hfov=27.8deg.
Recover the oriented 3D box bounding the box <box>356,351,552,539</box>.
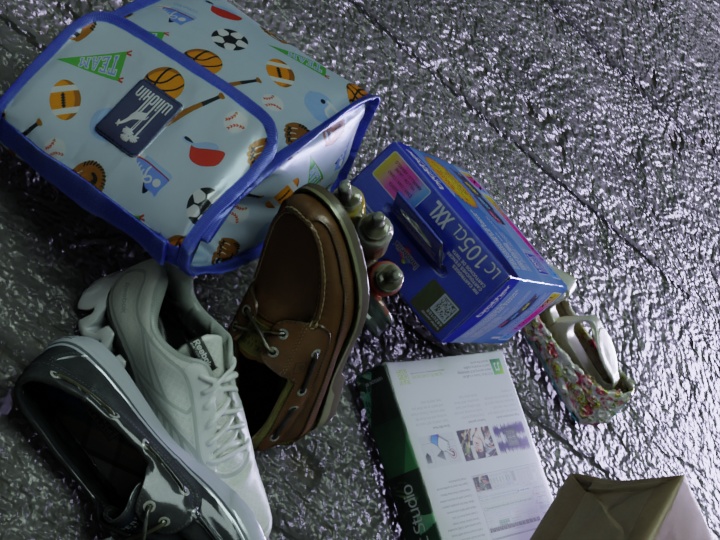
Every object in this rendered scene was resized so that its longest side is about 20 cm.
[{"bbox_3d":[0.083,0.162,1.090,0.144,0.036,0.200,-1,67,-47],"label":"box"}]

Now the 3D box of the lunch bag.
[{"bbox_3d":[-0.112,-0.090,0.942,0.170,0.124,0.200,35,40,16],"label":"lunch bag"}]

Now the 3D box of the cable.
[{"bbox_3d":[0.000,0.000,1.002,0.097,0.050,0.200,64,-5,5],"label":"cable"}]

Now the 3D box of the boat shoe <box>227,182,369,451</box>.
[{"bbox_3d":[-0.045,0.040,0.928,0.068,0.200,0.072,-27,48,-35],"label":"boat shoe"}]

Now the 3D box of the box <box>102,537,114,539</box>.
[{"bbox_3d":[-0.108,0.270,0.833,0.200,0.036,0.144,44,42,-20],"label":"box"}]

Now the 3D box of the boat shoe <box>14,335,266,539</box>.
[{"bbox_3d":[-0.131,0.128,0.859,0.200,0.070,0.066,55,28,-3],"label":"boat shoe"}]

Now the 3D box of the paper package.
[{"bbox_3d":[0.192,0.276,1.043,0.191,0.103,0.200,-51,121,-40],"label":"paper package"}]

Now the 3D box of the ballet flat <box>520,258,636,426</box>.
[{"bbox_3d":[0.170,0.041,1.244,0.200,0.064,0.076,55,40,-5],"label":"ballet flat"}]

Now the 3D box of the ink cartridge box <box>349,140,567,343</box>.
[{"bbox_3d":[0.063,-0.017,1.079,0.136,0.076,0.200,50,16,16],"label":"ink cartridge box"}]

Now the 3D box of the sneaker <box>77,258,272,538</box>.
[{"bbox_3d":[-0.105,0.085,0.913,0.075,0.081,0.200,-24,87,-52],"label":"sneaker"}]
